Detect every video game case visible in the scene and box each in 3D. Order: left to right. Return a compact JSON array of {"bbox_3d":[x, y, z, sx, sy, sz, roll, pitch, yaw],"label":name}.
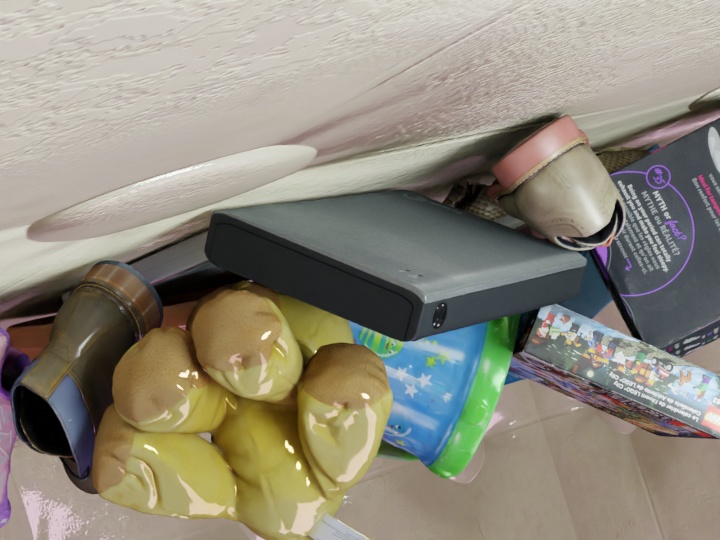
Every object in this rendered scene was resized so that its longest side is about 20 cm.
[{"bbox_3d":[-0.073,-0.010,1.184,0.143,0.018,0.200,-21,174,40],"label":"video game case"}]

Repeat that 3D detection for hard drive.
[{"bbox_3d":[0.025,-0.007,1.049,0.139,0.033,0.200,21,-164,28],"label":"hard drive"}]

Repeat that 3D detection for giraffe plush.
[{"bbox_3d":[-0.049,0.066,1.074,0.172,0.200,0.162,-31,-149,22],"label":"giraffe plush"}]

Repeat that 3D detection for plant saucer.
[{"bbox_3d":[-0.131,0.038,1.212,0.199,0.038,0.200,-10,-177,0],"label":"plant saucer"}]

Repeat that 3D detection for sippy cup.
[{"bbox_3d":[0.023,0.053,1.223,0.130,0.178,0.140,19,-170,-7],"label":"sippy cup"}]

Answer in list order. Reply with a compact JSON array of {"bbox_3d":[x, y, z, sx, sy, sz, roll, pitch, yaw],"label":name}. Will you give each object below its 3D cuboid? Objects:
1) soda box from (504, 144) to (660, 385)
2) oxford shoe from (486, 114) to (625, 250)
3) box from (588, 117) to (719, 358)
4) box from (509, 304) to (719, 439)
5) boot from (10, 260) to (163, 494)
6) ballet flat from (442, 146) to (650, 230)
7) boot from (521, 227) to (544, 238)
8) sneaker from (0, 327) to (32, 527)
[{"bbox_3d":[0.166,-0.004,1.395,0.200,0.068,0.064,-41,180,-13],"label":"soda box"},{"bbox_3d":[0.122,-0.040,1.116,0.070,0.075,0.200,-36,174,9],"label":"oxford shoe"},{"bbox_3d":[0.256,-0.034,1.240,0.199,0.123,0.106,-27,167,5],"label":"box"},{"bbox_3d":[0.165,0.068,1.228,0.136,0.038,0.200,24,175,1],"label":"box"},{"bbox_3d":[-0.174,0.089,1.090,0.097,0.075,0.200,-51,162,-40],"label":"boot"},{"bbox_3d":[0.127,-0.057,1.266,0.200,0.046,0.067,-21,163,-36],"label":"ballet flat"},{"bbox_3d":[0.212,-0.044,1.550,0.146,0.071,0.200,-21,175,23],"label":"boot"},{"bbox_3d":[-0.231,0.090,1.111,0.088,0.080,0.200,-33,148,-19],"label":"sneaker"}]
